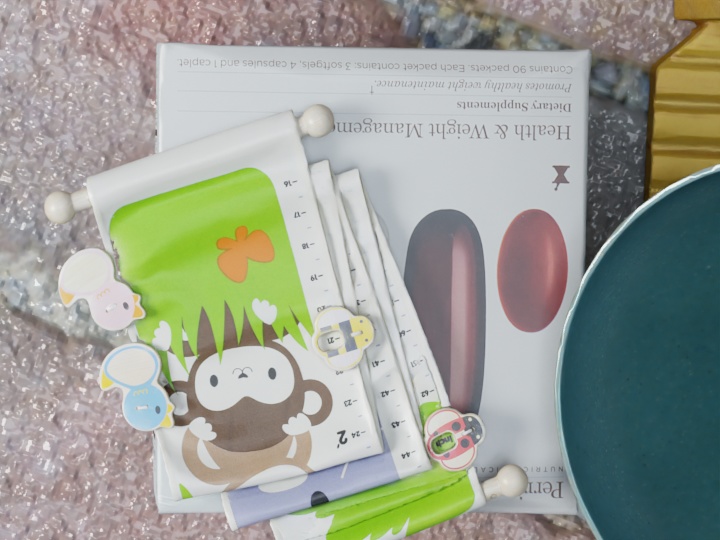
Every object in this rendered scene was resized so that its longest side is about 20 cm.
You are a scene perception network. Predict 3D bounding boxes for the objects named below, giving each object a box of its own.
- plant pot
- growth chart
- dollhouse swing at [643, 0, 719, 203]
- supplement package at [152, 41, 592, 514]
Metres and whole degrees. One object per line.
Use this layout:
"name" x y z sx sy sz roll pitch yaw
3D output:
"plant pot" 0.199 0.050 0.804 0.198 0.134 0.202 3 97 30
"growth chart" -0.036 0.034 0.795 0.144 0.018 0.201 -27 95 -1
"dollhouse swing" 0.238 -0.030 0.880 0.180 0.176 0.202 2 96 -5
"supplement package" 0.000 0.000 0.877 0.189 0.147 0.202 0 94 -4
